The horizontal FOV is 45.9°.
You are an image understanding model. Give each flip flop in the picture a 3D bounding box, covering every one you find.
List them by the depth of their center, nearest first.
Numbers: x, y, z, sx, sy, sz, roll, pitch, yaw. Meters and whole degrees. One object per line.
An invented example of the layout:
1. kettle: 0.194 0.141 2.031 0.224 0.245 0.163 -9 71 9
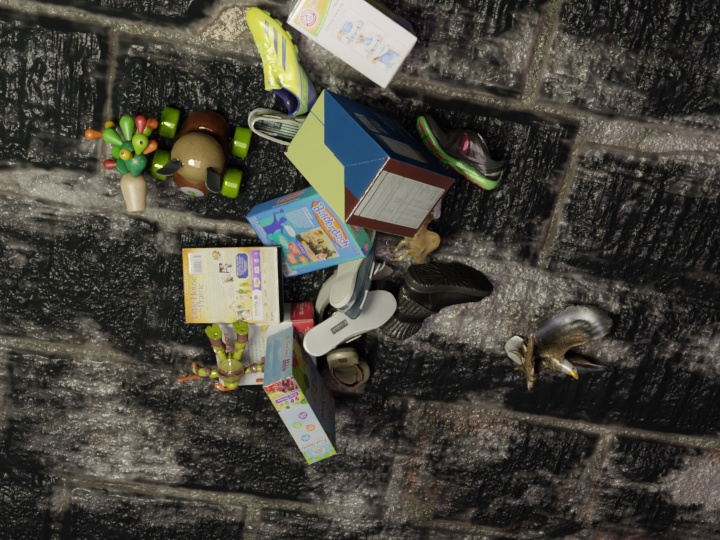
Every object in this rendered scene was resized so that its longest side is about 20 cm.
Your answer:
1. flip flop: -0.023 0.205 1.727 0.080 0.058 0.200 -15 158 1

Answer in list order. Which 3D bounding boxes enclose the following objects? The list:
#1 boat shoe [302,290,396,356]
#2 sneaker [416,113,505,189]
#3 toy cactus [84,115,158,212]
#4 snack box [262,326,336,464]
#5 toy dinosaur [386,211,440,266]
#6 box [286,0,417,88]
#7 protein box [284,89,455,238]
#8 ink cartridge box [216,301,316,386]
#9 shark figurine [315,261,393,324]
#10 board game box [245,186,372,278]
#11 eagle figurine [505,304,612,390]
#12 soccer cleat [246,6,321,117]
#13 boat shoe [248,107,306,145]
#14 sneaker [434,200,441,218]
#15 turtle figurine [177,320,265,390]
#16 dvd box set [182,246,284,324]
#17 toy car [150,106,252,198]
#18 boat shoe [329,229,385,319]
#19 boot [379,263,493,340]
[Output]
1. boat shoe: -0.023 0.099 1.641 0.198 0.064 0.071 -28 87 -6
2. sneaker: 0.185 -0.231 1.571 0.199 0.077 0.084 33 93 -21
3. toy cactus: -0.405 -0.186 1.476 0.101 0.199 0.168 -9 94 -38
4. snack box: -0.113 0.237 1.630 0.067 0.169 0.202 -21 118 8
5. toy dinosaur: 0.102 -0.043 1.616 0.100 0.059 0.201 -6 139 -5
6. box: -0.015 -0.417 1.434 0.199 0.113 0.102 30 113 -18
7. protein box: 0.017 -0.180 1.463 0.199 0.199 0.135 9 124 -52
8. ink cartridge box: -0.189 0.147 1.720 0.197 0.083 0.148 -2 118 -2
9. shark figurine: -0.047 0.051 1.682 0.128 0.090 0.215 35 108 -17
10. board game box: -0.096 -0.074 1.593 0.198 0.045 0.153 -13 120 34
11. eagle figurine: 0.416 0.171 1.762 0.198 0.152 0.152 -21 165 -25
12. soccer cleat: -0.144 -0.358 1.473 0.084 0.065 0.201 -42 117 -16
13. boat shoe: -0.107 -0.245 1.542 0.197 0.062 0.073 9 116 -9
14. sneaker: 0.063 -0.110 1.617 0.197 0.075 0.088 -9 122 1
15. turtle figurine: -0.260 0.177 1.635 0.197 0.065 0.163 0 128 -1
16. dvd box set: -0.244 0.028 1.631 0.197 0.029 0.149 -1 94 16
17. toy car: -0.287 -0.182 1.487 0.162 0.201 0.159 13 115 -10
18. boat shoe: 0.000 0.000 1.610 0.074 0.202 0.062 -20 130 36
19. boot: 0.148 0.066 1.700 0.208 0.080 0.159 5 129 -24
